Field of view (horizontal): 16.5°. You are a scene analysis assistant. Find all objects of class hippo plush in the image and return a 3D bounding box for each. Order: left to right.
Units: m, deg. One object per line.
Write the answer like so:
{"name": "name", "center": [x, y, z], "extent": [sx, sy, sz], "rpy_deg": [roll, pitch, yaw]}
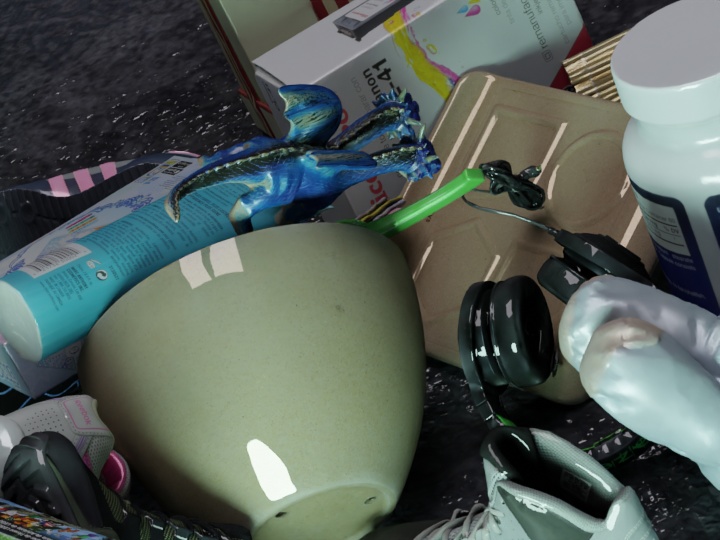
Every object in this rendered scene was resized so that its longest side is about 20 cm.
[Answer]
{"name": "hippo plush", "center": [0.207, 0.027, 1.244], "extent": [0.161, 0.159, 0.200], "rpy_deg": [-51, 33, 10]}

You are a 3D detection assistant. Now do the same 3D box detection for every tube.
{"name": "tube", "center": [-0.116, -0.013, 1.413], "extent": [0.200, 0.051, 0.077], "rpy_deg": [-29, 49, -29]}

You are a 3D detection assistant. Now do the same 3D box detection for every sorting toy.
{"name": "sorting toy", "center": [0.102, -0.022, 1.512], "extent": [0.200, 0.036, 0.186], "rpy_deg": [19, 79, 45]}

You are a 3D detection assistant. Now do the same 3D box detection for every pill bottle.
{"name": "pill bottle", "center": [0.211, -0.046, 1.367], "extent": [0.115, 0.201, 0.116], "rpy_deg": [-17, 33, 11]}

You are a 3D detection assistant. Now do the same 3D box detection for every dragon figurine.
{"name": "dragon figurine", "center": [-0.032, -0.064, 1.362], "extent": [0.099, 0.200, 0.059], "rpy_deg": [-37, 70, 25]}

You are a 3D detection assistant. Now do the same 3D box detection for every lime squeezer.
{"name": "lime squeezer", "center": [0.000, 0.000, 1.459], "extent": [0.070, 0.200, 0.038], "rpy_deg": [-13, 59, -34]}

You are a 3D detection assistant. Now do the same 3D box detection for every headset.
{"name": "headset", "center": [0.114, 0.023, 1.415], "extent": [0.123, 0.094, 0.201], "rpy_deg": [-31, 65, 16]}

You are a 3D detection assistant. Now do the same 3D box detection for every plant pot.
{"name": "plant pot", "center": [-0.044, 0.085, 1.390], "extent": [0.200, 0.200, 0.135], "rpy_deg": [-24, 63, 2]}

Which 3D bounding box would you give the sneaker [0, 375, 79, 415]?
{"name": "sneaker", "center": [-0.191, 0.037, 1.644], "extent": [0.078, 0.070, 0.200], "rpy_deg": [-9, 33, 36]}

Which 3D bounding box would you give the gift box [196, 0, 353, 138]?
{"name": "gift box", "center": [-0.018, -0.194, 1.767], "extent": [0.184, 0.187, 0.200], "rpy_deg": [-27, 12, -1]}

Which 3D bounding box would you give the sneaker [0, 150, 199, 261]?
{"name": "sneaker", "center": [-0.187, -0.041, 1.781], "extent": [0.199, 0.071, 0.082], "rpy_deg": [-8, 10, 30]}

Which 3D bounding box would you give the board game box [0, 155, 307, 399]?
{"name": "board game box", "center": [-0.155, 0.000, 1.537], "extent": [0.199, 0.044, 0.200], "rpy_deg": [-31, 17, -17]}

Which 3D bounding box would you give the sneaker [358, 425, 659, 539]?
{"name": "sneaker", "center": [0.068, 0.125, 1.293], "extent": [0.199, 0.116, 0.075], "rpy_deg": [-1, 38, 32]}

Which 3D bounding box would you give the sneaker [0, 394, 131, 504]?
{"name": "sneaker", "center": [-0.166, 0.141, 1.374], "extent": [0.088, 0.200, 0.082], "rpy_deg": [-21, 58, -17]}

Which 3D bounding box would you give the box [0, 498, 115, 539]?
{"name": "box", "center": [-0.170, 0.221, 1.244], "extent": [0.038, 0.201, 0.136], "rpy_deg": [-10, 15, -43]}

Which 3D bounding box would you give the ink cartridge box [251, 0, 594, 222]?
{"name": "ink cartridge box", "center": [0.052, -0.117, 1.629], "extent": [0.200, 0.148, 0.086], "rpy_deg": [-33, 27, -12]}

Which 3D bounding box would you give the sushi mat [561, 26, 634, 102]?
{"name": "sushi mat", "center": [0.238, -0.135, 1.603], "extent": [0.199, 0.096, 0.012], "rpy_deg": [-26, -9, -2]}

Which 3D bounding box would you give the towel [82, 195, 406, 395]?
{"name": "towel", "center": [-0.068, 0.018, 1.522], "extent": [0.200, 0.023, 0.144], "rpy_deg": [-29, -6, -44]}

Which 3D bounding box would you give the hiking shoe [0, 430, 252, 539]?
{"name": "hiking shoe", "center": [-0.110, 0.155, 1.301], "extent": [0.076, 0.200, 0.101], "rpy_deg": [-9, 28, 50]}
